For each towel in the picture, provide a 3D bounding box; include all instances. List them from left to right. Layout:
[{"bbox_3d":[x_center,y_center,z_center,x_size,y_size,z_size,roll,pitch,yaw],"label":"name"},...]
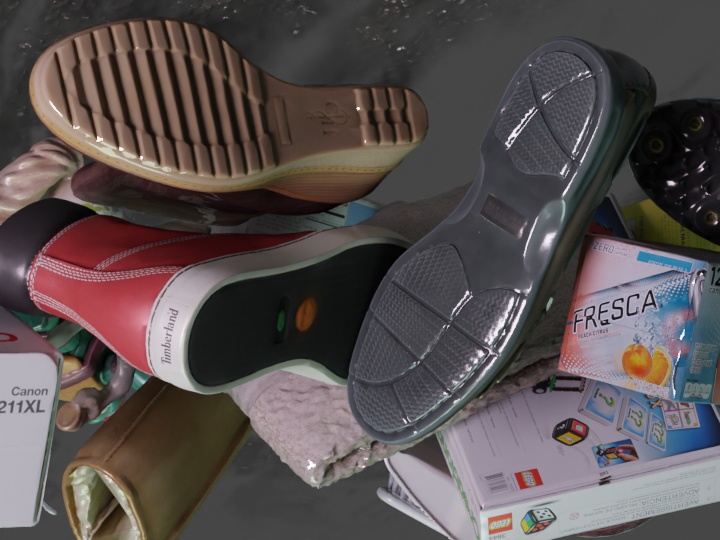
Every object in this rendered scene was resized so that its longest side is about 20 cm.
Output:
[{"bbox_3d":[0.026,0.023,1.402,0.199,0.132,0.035,-25,132,-21],"label":"towel"}]

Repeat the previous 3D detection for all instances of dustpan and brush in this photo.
[{"bbox_3d":[0.074,0.151,1.654,0.199,0.057,0.140,32,-175,-7],"label":"dustpan and brush"}]

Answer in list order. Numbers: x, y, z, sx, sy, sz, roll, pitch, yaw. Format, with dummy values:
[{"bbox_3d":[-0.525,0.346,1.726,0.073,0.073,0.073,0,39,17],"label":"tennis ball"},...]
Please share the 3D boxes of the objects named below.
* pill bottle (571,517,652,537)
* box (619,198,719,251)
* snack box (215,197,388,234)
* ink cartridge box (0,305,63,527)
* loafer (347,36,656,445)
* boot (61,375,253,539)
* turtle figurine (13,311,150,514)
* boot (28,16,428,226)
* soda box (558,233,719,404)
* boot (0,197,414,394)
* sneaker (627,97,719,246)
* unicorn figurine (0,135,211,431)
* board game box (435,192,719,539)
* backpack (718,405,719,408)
[{"bbox_3d":[0.121,0.084,1.569,0.109,0.110,0.200,-2,169,9],"label":"pill bottle"},{"bbox_3d":[0.170,-0.008,1.523,0.075,0.050,0.200,8,164,-34],"label":"box"},{"bbox_3d":[0.000,0.000,1.505,0.024,0.072,0.200,15,179,41],"label":"snack box"},{"bbox_3d":[-0.238,0.042,1.297,0.145,0.083,0.200,1,-162,-30],"label":"ink cartridge box"},{"bbox_3d":[0.067,-0.007,1.281,0.072,0.201,0.063,43,-158,32],"label":"loafer"},{"bbox_3d":[-0.075,0.086,1.522,0.066,0.200,0.176,15,140,26],"label":"boot"},{"bbox_3d":[-0.179,0.063,1.729,0.149,0.101,0.200,-19,146,16],"label":"turtle figurine"},{"bbox_3d":[-0.087,-0.050,1.295,0.199,0.073,0.166,5,164,-35],"label":"boot"},{"bbox_3d":[0.174,0.026,1.339,0.068,0.064,0.200,14,-174,37],"label":"soda box"},{"bbox_3d":[-0.070,0.001,1.315,0.144,0.073,0.200,19,-167,34],"label":"boot"},{"bbox_3d":[0.215,-0.041,1.355,0.199,0.072,0.073,9,-168,-9],"label":"sneaker"},{"bbox_3d":[-0.132,0.003,1.454,0.074,0.138,0.200,30,162,21],"label":"unicorn figurine"},{"bbox_3d":[0.092,0.045,1.424,0.126,0.200,0.035,-11,131,-7],"label":"board game box"},{"bbox_3d":[0.280,0.067,1.653,0.177,0.151,0.199,11,168,-44],"label":"backpack"}]
